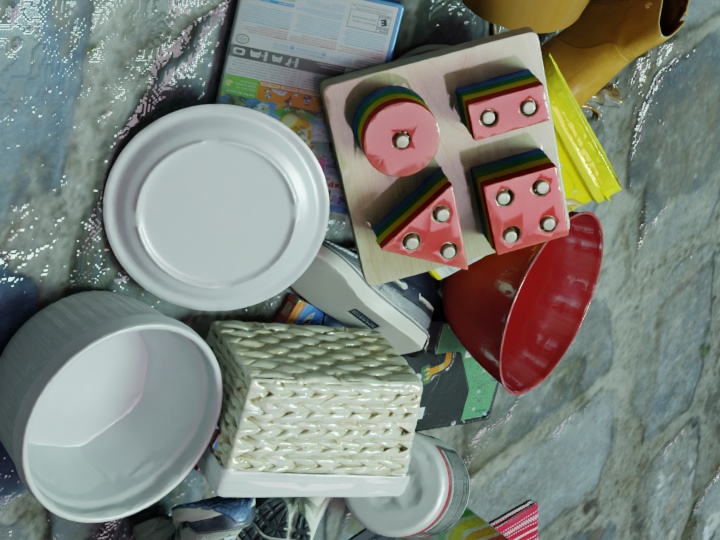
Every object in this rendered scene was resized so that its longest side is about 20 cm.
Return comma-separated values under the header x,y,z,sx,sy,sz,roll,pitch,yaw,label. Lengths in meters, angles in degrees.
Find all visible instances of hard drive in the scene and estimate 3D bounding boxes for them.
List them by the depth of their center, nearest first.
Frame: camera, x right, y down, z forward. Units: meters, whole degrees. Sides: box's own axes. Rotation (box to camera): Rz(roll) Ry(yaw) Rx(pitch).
x,y,z,sx,sy,sz,roll,pitch,yaw,label
0.073,0.106,1.745,0.200,0.038,0.140,-5,118,-38,hard drive

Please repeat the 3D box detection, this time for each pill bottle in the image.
x,y,z,sx,sy,sz,roll,pitch,yaw,label
0.056,0.228,1.715,0.111,0.111,0.200,-55,163,0,pill bottle

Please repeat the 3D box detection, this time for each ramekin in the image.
x,y,z,sx,sy,sz,roll,pitch,yaw,label
-0.233,0.113,1.437,0.200,0.105,0.200,-22,128,-31,ramekin

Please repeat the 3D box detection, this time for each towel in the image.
x,y,z,sx,sy,sz,roll,pitch,yaw,label
0.169,0.393,2.013,0.145,0.022,0.200,-25,129,-28,towel

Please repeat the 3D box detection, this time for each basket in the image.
x,y,z,sx,sy,sz,roll,pitch,yaw,label
-0.054,0.130,1.532,0.200,0.136,0.124,3,114,-26,basket

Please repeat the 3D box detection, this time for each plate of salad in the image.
x,y,z,sx,sy,sz,roll,pitch,yaw,label
-0.128,-0.057,1.437,0.200,0.048,0.200,-3,115,-5,plate of salad

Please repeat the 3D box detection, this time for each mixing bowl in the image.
x,y,z,sx,sy,sz,roll,pitch,yaw,label
0.154,0.014,1.657,0.200,0.108,0.200,-41,145,-38,mixing bowl

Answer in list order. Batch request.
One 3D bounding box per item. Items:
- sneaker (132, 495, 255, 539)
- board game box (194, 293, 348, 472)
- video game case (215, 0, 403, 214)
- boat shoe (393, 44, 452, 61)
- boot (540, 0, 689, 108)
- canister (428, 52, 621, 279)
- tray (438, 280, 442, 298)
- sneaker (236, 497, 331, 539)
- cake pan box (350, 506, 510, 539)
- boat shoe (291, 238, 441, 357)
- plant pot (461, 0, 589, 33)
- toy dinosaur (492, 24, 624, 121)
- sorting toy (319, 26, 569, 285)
x,y,z,sx,sy,sz,roll,pitch,yaw,label
-0.147,0.263,1.536,0.077,0.200,0.085,-9,77,-30,sneaker
-0.085,0.126,1.634,0.103,0.019,0.200,26,97,-48,board game box
-0.054,-0.157,1.439,0.143,0.018,0.200,11,111,-11,video game case
0.042,-0.167,1.534,0.202,0.060,0.072,-15,124,-34,boat shoe
0.238,-0.212,1.579,0.071,0.144,0.201,42,63,-26,boot
0.126,-0.095,1.542,0.200,0.087,0.149,-28,112,11,canister
0.085,-0.052,1.669,0.107,0.022,0.200,-48,136,-8,tray
-0.065,0.252,1.683,0.200,0.078,0.086,-58,167,2,sneaker
0.068,0.342,1.779,0.200,0.184,0.052,-29,127,-23,cake pan box
0.000,0.000,1.606,0.200,0.075,0.093,42,52,-33,boat shoe
0.164,-0.325,1.465,0.200,0.200,0.183,-20,143,-31,plant pot
0.186,-0.181,1.666,0.200,0.060,0.106,13,74,-40,toy dinosaur
0.084,-0.091,1.440,0.199,0.070,0.200,-15,116,-4,sorting toy
